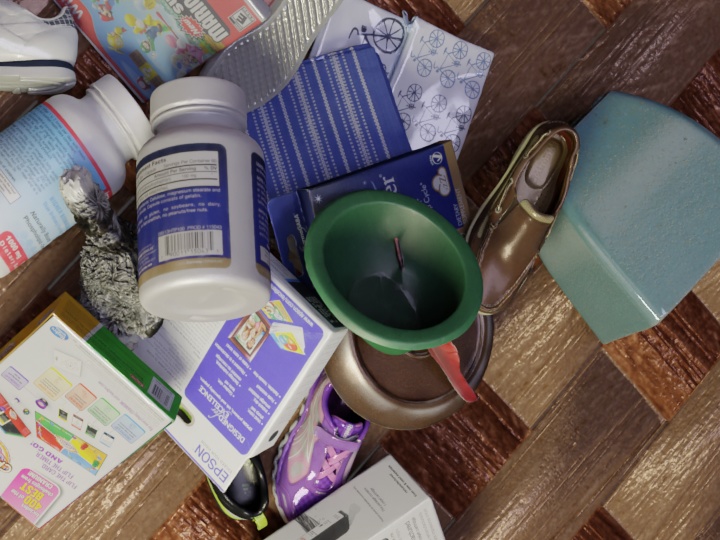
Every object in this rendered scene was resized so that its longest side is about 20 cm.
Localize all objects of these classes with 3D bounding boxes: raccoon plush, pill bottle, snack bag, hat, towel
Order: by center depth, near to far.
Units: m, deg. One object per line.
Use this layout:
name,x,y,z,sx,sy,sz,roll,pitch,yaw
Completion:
pill bottle,-0.143,-0.065,1.374,0.118,0.120,0.202,4,70,-20
raccoon plush,-0.255,-0.003,1.421,0.133,0.097,0.201,-19,112,23
pill bottle,-0.292,-0.093,1.421,0.199,0.109,0.109,-38,105,-13
hat,0.019,0.050,1.449,0.165,0.177,0.200,-33,72,-32
towel,-0.055,-0.138,1.511,0.198,0.024,0.146,-16,74,-10
snack bag,0.025,-0.177,1.577,0.198,0.021,0.190,22,87,-20

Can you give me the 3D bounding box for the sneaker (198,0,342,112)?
sneaker,-0.094,-0.243,1.500,0.075,0.105,0.201,37,98,-33

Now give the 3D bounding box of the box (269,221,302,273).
box,0.000,0.000,1.555,0.200,0.068,0.082,44,76,-18

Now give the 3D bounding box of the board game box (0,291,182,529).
board game box,-0.289,0.134,1.419,0.199,0.040,0.153,-38,109,24

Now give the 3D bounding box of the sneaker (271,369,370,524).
sneaker,-0.031,0.174,1.548,0.080,0.088,0.202,16,90,-21

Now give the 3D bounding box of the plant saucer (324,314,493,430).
plant saucer,0.053,0.059,1.522,0.198,0.032,0.203,1,87,-25

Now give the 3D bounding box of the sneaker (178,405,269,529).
sneaker,-0.136,0.161,1.508,0.071,0.083,0.201,-29,99,-16

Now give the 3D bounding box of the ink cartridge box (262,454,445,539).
ink cartridge box,-0.013,0.306,1.539,0.199,0.084,0.145,-32,132,-14

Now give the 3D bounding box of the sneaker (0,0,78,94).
sneaker,-0.363,-0.213,1.414,0.198,0.076,0.081,2,82,-24

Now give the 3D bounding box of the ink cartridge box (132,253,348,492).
ink cartridge box,-0.133,0.071,1.452,0.198,0.043,0.201,43,109,23

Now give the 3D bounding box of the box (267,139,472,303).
box,0.016,-0.040,1.470,0.198,0.032,0.122,-20,101,-23

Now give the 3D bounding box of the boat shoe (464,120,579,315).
boat shoe,0.154,-0.053,1.469,0.074,0.075,0.204,22,87,-11

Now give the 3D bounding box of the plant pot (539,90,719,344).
plant pot,0.278,-0.070,1.594,0.196,0.196,0.200,-44,88,-12

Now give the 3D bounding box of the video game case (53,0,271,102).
video game case,-0.190,-0.250,1.410,0.143,0.199,0.017,49,47,-16
